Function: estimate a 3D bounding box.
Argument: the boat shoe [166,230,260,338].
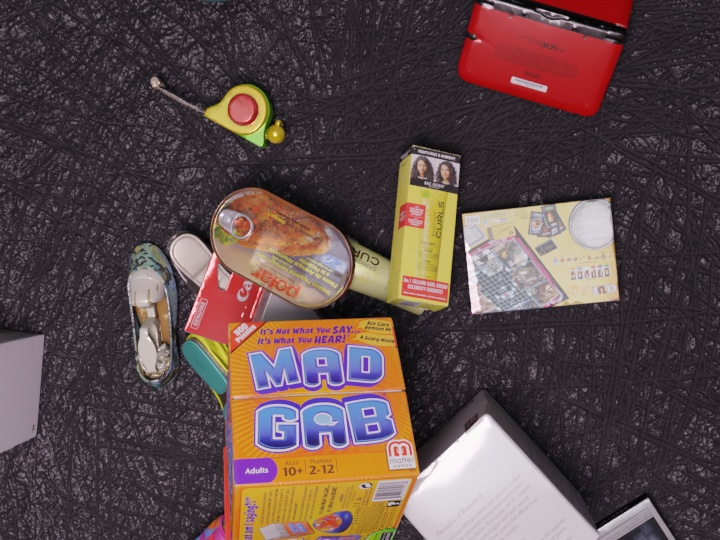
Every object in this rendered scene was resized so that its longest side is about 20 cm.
[{"bbox_3d":[-0.193,0.028,1.165,0.067,0.057,0.201,-38,108,-9],"label":"boat shoe"}]

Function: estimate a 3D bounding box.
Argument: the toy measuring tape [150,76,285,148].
[{"bbox_3d":[-0.186,-0.234,1.150,0.198,0.074,0.075,29,95,4],"label":"toy measuring tape"}]

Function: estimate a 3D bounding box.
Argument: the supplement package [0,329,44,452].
[{"bbox_3d":[-0.566,0.159,1.165,0.196,0.152,0.154,6,92,6],"label":"supplement package"}]

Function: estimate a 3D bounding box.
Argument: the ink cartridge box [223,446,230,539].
[{"bbox_3d":[-0.094,0.281,1.130,0.196,0.048,0.162,-12,54,6],"label":"ink cartridge box"}]

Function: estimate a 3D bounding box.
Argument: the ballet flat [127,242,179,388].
[{"bbox_3d":[-0.289,0.063,1.174,0.073,0.074,0.204,-10,91,6],"label":"ballet flat"}]

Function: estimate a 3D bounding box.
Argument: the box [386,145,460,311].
[{"bbox_3d":[0.082,-0.054,1.103,0.074,0.050,0.204,11,78,-15],"label":"box"}]

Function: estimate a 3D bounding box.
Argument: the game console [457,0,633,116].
[{"bbox_3d":[0.247,-0.326,1.124,0.196,0.119,0.175,17,125,6],"label":"game console"}]

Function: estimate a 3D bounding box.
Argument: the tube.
[{"bbox_3d":[0.000,0.000,1.119,0.197,0.052,0.059,24,51,-12],"label":"tube"}]

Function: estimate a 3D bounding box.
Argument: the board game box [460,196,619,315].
[{"bbox_3d":[0.237,-0.019,1.129,0.196,0.035,0.139,-5,92,6],"label":"board game box"}]

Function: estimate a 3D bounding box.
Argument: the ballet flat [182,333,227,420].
[{"bbox_3d":[-0.168,0.164,1.166,0.067,0.067,0.202,-37,85,37],"label":"ballet flat"}]

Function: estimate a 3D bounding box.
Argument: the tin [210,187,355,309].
[{"bbox_3d":[-0.099,-0.027,1.080,0.198,0.042,0.113,28,90,11],"label":"tin"}]

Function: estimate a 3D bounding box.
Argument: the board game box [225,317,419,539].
[{"bbox_3d":[-0.058,0.198,1.002,0.196,0.202,0.203,-1,52,-11],"label":"board game box"}]

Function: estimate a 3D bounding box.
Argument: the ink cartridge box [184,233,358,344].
[{"bbox_3d":[-0.118,0.022,1.132,0.174,0.045,0.203,20,94,-21],"label":"ink cartridge box"}]

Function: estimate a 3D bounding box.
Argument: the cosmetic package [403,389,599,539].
[{"bbox_3d":[0.169,0.291,1.085,0.165,0.165,0.200,-44,87,6],"label":"cosmetic package"}]

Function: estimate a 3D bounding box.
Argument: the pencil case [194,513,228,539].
[{"bbox_3d":[-0.231,0.431,1.178,0.200,0.088,0.088,-44,88,8],"label":"pencil case"}]

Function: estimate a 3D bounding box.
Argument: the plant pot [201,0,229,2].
[{"bbox_3d":[-0.173,-0.443,1.083,0.159,0.200,0.203,-27,89,18],"label":"plant pot"}]

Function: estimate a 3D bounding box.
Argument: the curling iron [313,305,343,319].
[{"bbox_3d":[-0.029,0.081,1.131,0.025,0.050,0.201,-27,110,27],"label":"curling iron"}]

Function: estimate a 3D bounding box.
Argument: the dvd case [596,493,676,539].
[{"bbox_3d":[0.377,0.426,1.139,0.149,0.025,0.202,-34,88,7],"label":"dvd case"}]

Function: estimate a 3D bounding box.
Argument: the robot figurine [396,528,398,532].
[{"bbox_3d":[-0.027,0.379,1.162,0.142,0.058,0.204,14,94,4],"label":"robot figurine"}]
